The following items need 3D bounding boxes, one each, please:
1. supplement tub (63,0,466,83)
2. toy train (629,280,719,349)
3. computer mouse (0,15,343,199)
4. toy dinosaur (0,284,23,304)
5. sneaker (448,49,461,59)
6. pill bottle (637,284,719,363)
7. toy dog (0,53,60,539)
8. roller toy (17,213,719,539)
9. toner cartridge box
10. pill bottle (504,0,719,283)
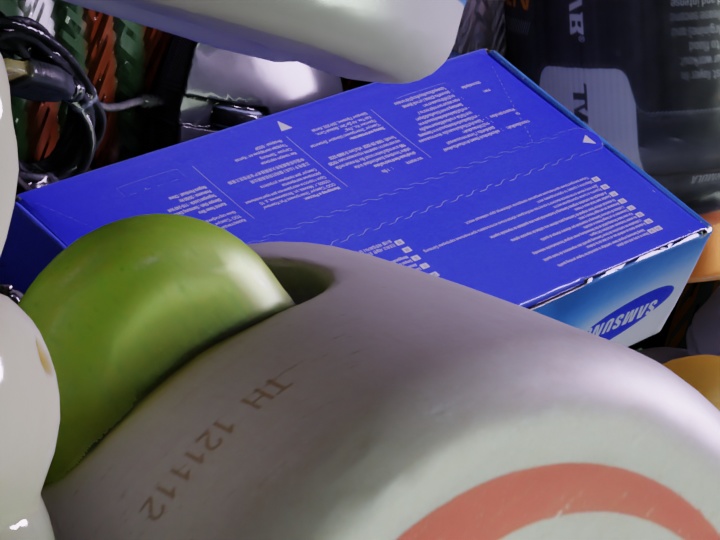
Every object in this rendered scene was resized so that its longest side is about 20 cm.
[{"bbox_3d":[-0.017,-0.154,0.696,0.132,0.131,0.201,15,90,-67],"label":"supplement tub"},{"bbox_3d":[0.156,0.015,1.214,0.114,0.085,0.201,141,-28,-70],"label":"toy train"},{"bbox_3d":[-0.050,-0.045,0.812,0.200,0.034,0.059,-7,111,-65],"label":"computer mouse"},{"bbox_3d":[-0.117,0.100,0.713,0.136,0.102,0.200,15,113,-53],"label":"toy dinosaur"},{"bbox_3d":[0.039,0.003,0.988,0.075,0.078,0.200,-60,153,-33],"label":"sneaker"},{"bbox_3d":[0.108,0.102,1.073,0.200,0.112,0.112,-55,164,23],"label":"pill bottle"},{"bbox_3d":[-0.114,-0.036,0.546,0.194,0.139,0.201,-66,159,-53],"label":"toy dog"},{"bbox_3d":[0.005,0.094,0.660,0.199,0.140,0.183,13,94,-37],"label":"roller toy"},{"bbox_3d":[0.000,0.000,0.813,0.200,0.095,0.043,-20,144,-46],"label":"toner cartridge box"},{"bbox_3d":[0.099,-0.099,0.980,0.106,0.106,0.201,-26,115,-60],"label":"pill bottle"}]
